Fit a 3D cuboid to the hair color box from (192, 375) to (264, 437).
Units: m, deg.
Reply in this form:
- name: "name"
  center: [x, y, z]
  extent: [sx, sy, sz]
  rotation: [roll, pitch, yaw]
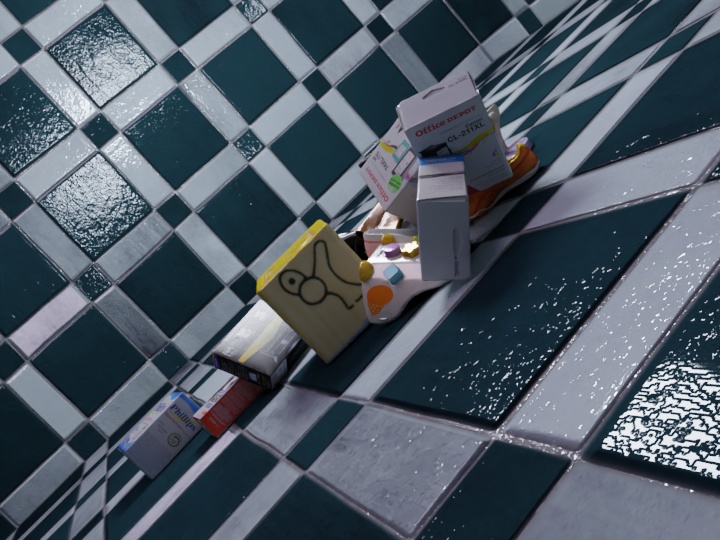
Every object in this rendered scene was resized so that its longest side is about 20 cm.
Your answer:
- name: "hair color box"
  center: [-0.287, 0.285, 1.644]
  extent: [0.200, 0.064, 0.111]
  rotation: [-45, 9, -22]

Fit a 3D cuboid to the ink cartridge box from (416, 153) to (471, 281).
- name: "ink cartridge box"
  center: [0.140, -0.092, 1.198]
  extent: [0.084, 0.147, 0.200]
  rotation: [-3, 27, 8]

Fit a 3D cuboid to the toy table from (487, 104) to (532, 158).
- name: "toy table"
  center: [0.292, -0.286, 1.645]
  extent: [0.184, 0.117, 0.200]
  rotation: [-48, 10, -34]

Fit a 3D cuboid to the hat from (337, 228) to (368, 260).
- name: "hat"
  center: [0.000, 0.000, 1.634]
  extent: [0.200, 0.201, 0.081]
  rotation: [-42, -34, 0]

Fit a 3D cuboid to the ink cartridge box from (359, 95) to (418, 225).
- name: "ink cartridge box"
  center: [0.128, -0.216, 1.469]
  extent: [0.200, 0.145, 0.147]
  rotation: [-52, 45, 23]

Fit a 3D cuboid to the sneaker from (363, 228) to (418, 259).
- name: "sneaker"
  center: [0.096, -0.030, 1.485]
  extent: [0.199, 0.106, 0.075]
  rotation: [4, 16, 37]

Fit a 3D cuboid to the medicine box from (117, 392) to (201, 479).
- name: "medicine box"
  center: [-0.508, 0.419, 1.836]
  extent: [0.200, 0.103, 0.182]
  rotation: [-47, 11, -23]

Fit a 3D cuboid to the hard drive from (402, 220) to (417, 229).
- name: "hard drive"
  center: [0.086, -0.094, 1.710]
  extent: [0.200, 0.027, 0.132]
  rotation: [-37, 15, 42]

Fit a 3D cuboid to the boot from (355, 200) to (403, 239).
- name: "boot"
  center: [0.103, -0.143, 1.595]
  extent: [0.187, 0.069, 0.200]
  rotation: [5, 43, 26]

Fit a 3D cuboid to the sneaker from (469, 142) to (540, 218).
- name: "sneaker"
  center: [0.256, -0.172, 1.407]
  extent: [0.200, 0.077, 0.073]
  rotation: [-42, 11, 17]

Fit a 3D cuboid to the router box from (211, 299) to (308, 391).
- name: "router box"
  center: [-0.213, 0.164, 1.616]
  extent: [0.200, 0.156, 0.053]
  rotation: [-50, -30, -43]

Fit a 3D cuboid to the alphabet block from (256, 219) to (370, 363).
- name: "alphabet block"
  center: [-0.075, 0.036, 1.441]
  extent: [0.195, 0.200, 0.196]
  rotation: [-44, 10, -3]

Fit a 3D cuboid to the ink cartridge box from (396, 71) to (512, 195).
- name: "ink cartridge box"
  center: [0.171, -0.233, 1.293]
  extent: [0.145, 0.200, 0.083]
  rotation: [-24, 44, 14]

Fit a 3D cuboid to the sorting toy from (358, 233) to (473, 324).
- name: "sorting toy"
  center: [0.111, -0.010, 1.302]
  extent: [0.179, 0.107, 0.200]
  rotation: [-11, 28, 36]

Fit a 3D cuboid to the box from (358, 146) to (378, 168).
- name: "box"
  center: [0.117, -0.295, 2.145]
  extent: [0.159, 0.200, 0.049]
  rotation: [-37, 12, 31]
